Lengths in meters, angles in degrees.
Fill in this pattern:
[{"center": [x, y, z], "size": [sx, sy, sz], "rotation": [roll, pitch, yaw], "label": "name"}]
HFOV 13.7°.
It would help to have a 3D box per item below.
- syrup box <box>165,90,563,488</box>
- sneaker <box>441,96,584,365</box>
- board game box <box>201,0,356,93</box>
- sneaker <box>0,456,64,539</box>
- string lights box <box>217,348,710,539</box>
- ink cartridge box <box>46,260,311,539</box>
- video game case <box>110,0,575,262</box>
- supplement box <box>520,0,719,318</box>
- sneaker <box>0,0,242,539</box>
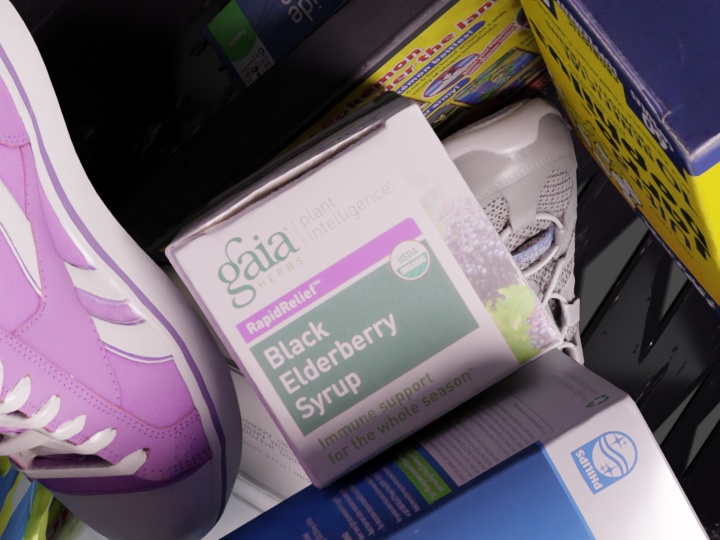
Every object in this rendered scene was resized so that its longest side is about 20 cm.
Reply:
[{"center": [0.000, 0.000, 0.883], "size": [0.079, 0.082, 0.200], "rotation": [-32, -175, 1], "label": "syrup box"}, {"center": [0.059, 0.013, 1.094], "size": [0.075, 0.082, 0.200], "rotation": [-27, 150, -15], "label": "sneaker"}, {"center": [0.055, -0.131, 1.010], "size": [0.200, 0.034, 0.135], "rotation": [-44, 158, 27], "label": "board game box"}, {"center": [-0.119, 0.062, 0.858], "size": [0.105, 0.076, 0.200], "rotation": [125, -16, -58], "label": "sneaker"}, {"center": [-0.013, 0.098, 0.788], "size": [0.200, 0.059, 0.103], "rotation": [-31, -171, -3], "label": "string lights box"}, {"center": [-0.073, 0.090, 0.996], "size": [0.146, 0.085, 0.200], "rotation": [-55, -166, 14], "label": "ink cartridge box"}, {"center": [0.033, -0.066, 1.042], "size": [0.200, 0.026, 0.181], "rotation": [-39, 161, 20], "label": "video game case"}, {"center": [0.125, -0.074, 0.955], "size": [0.109, 0.109, 0.200], "rotation": [-36, 160, 0], "label": "supplement box"}, {"center": [-0.102, 0.028, 0.775], "size": [0.201, 0.073, 0.114], "rotation": [60, 34, -35], "label": "sneaker"}]
